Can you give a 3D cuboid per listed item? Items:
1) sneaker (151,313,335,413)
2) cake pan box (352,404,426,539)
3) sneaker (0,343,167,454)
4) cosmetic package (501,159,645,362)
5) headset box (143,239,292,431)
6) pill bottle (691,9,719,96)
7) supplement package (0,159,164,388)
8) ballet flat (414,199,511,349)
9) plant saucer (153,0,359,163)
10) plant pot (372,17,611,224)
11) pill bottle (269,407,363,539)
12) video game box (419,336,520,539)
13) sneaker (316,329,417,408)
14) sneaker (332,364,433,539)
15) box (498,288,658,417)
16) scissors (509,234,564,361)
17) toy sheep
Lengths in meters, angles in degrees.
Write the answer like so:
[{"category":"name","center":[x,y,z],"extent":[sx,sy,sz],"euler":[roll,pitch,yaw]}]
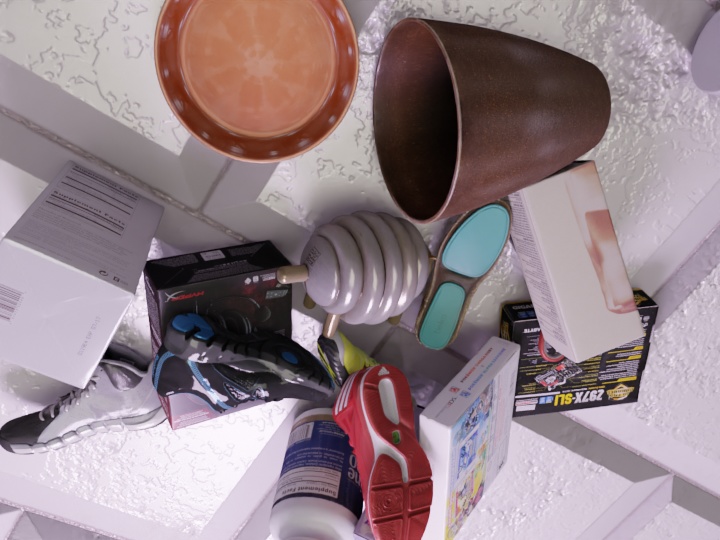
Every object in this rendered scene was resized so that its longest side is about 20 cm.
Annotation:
[{"category":"sneaker","center":[-0.120,0.109,0.657],"extent":[0.199,0.073,0.082],"euler":[22,105,-28]},{"category":"cake pan box","center":[0.059,0.300,0.799],"extent":[0.052,0.185,0.201],"euler":[14,138,22]},{"category":"sneaker","center":[-0.334,0.141,0.743],"extent":[0.198,0.075,0.117],"euler":[-10,114,-15]},{"category":"cosmetic package","center":[0.233,-0.014,0.697],"extent":[0.087,0.103,0.202],"euler":[-20,101,-1]},{"category":"headset box","center":[-0.157,0.080,0.707],"extent":[0.148,0.075,0.202],"euler":[-11,120,-27]},{"category":"pill bottle","center":[0.467,-0.215,0.657],"extent":[0.198,0.116,0.117],"euler":[9,115,-12]},{"category":"supplement package","center":[-0.273,-0.006,0.597],"extent":[0.109,0.200,0.114],"euler":[27,109,-21]},{"category":"ballet flat","center":[0.116,-0.001,0.739],"extent":[0.070,0.065,0.201],"euler":[25,111,-3]},{"category":"plant saucer","center":[-0.100,-0.208,0.617],"extent":[0.198,0.032,0.202],"euler":[-3,117,-6]},{"category":"plant pot","center":[0.137,-0.153,0.617],"extent":[0.198,0.187,0.188],"euler":[-10,119,-20]},{"category":"pill bottle","center":[-0.050,0.281,0.768],"extent":[0.110,0.201,0.112],"euler":[4,129,5]},{"category":"video game box","center":[0.134,0.211,0.767],"extent":[0.047,0.182,0.202],"euler":[17,123,30]},{"category":"sneaker","center":[0.011,0.139,0.798],"extent":[0.076,0.075,0.201],"euler":[-36,124,-7]},{"category":"sneaker","center":[0.021,0.209,0.708],"extent":[0.078,0.115,0.202],"euler":[0,82,-20]},{"category":"box","center":[0.284,0.113,0.833],"extent":[0.198,0.049,0.161],"euler":[-6,120,-6]},{"category":"scissors","center":[0.230,0.019,0.760],"extent":[0.073,0.014,0.202],"euler":[-21,98,-1]},{"category":"toy sheep","center":[0.000,0.000,0.683],"extent":[0.199,0.138,0.139],"euler":[-11,123,-36]}]
